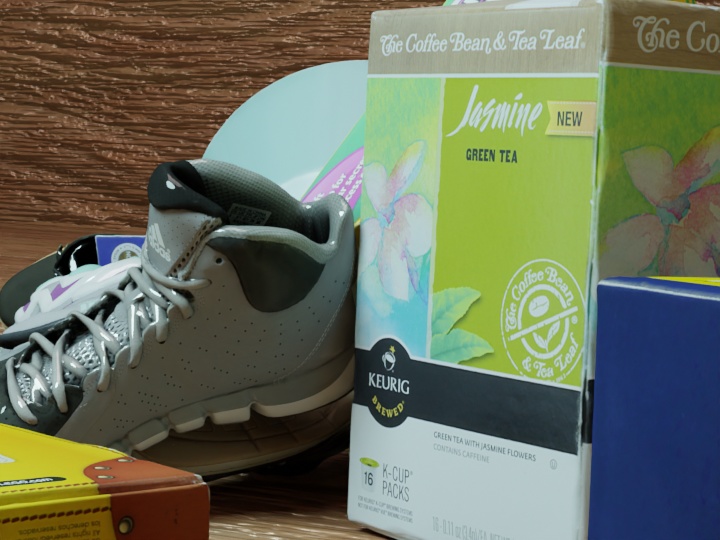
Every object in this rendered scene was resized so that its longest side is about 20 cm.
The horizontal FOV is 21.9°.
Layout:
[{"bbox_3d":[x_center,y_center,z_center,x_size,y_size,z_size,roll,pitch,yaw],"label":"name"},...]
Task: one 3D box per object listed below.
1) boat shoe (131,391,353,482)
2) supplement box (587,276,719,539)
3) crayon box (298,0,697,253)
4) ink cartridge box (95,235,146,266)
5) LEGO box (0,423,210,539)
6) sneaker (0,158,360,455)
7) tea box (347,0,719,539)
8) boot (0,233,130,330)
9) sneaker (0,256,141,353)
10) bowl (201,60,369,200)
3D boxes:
[{"bbox_3d":[-0.034,0.058,0.803,0.072,0.065,0.200,42,36,19],"label":"boat shoe"},{"bbox_3d":[0.173,0.060,0.503,0.199,0.109,0.109,1,3,-20],"label":"supplement box"},{"bbox_3d":[0.085,-0.037,0.804,0.058,0.200,0.173,6,-36,50],"label":"crayon box"},{"bbox_3d":[-0.037,0.032,0.914,0.199,0.095,0.037,1,17,15],"label":"ink cartridge box"},{"bbox_3d":[-0.150,0.073,0.349,0.199,0.078,0.149,-1,4,-40],"label":"LEGO box"},{"bbox_3d":[-0.089,0.013,0.683,0.199,0.116,0.075,-19,47,-19],"label":"sneaker"},{"bbox_3d":[0.114,0.002,0.704,0.199,0.198,0.133,-1,4,-36],"label":"tea box"},{"bbox_3d":[-0.183,0.004,1.209,0.199,0.078,0.138,-10,-12,26],"label":"boot"},{"bbox_3d":[-0.144,0.047,0.859,0.200,0.078,0.140,-25,4,45],"label":"sneaker"},{"bbox_3d":[0.000,0.000,0.977,0.200,0.202,0.105,2,22,4],"label":"bowl"}]
